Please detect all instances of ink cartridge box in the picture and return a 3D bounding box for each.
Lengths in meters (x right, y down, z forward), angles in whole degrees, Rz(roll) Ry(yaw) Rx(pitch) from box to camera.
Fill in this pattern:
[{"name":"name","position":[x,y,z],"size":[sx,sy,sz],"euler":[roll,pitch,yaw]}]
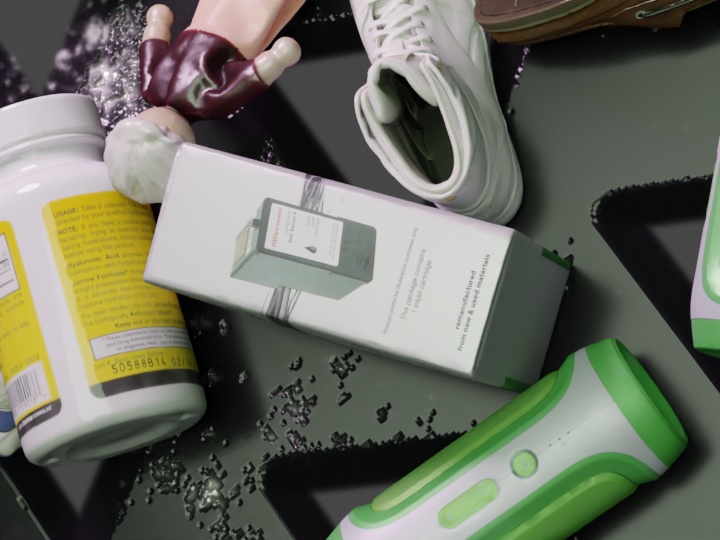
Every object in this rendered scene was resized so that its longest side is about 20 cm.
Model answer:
[{"name":"ink cartridge box","position":[0.000,0.000,1.468],"size":[0.199,0.146,0.084],"euler":[16,88,19]}]

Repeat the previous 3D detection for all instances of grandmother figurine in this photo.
[{"name":"grandmother figurine","position":[-0.082,-0.125,1.518],"size":[0.121,0.061,0.200],"euler":[9,61,51]}]

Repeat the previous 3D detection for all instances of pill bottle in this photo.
[{"name":"pill bottle","position":[-0.167,0.004,1.535],"size":[0.111,0.111,0.201],"euler":[-20,78,13]}]

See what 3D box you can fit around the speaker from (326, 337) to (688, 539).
[{"name":"speaker","position":[0.080,0.123,1.457],"size":[0.200,0.088,0.089],"euler":[-36,74,9]}]

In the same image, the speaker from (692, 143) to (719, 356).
[{"name":"speaker","position":[0.234,-0.049,1.427],"size":[0.088,0.088,0.201],"euler":[9,85,18]}]

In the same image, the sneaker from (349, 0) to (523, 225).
[{"name":"sneaker","position":[0.031,-0.124,1.491],"size":[0.073,0.116,0.201],"euler":[-26,75,14]}]

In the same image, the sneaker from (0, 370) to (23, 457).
[{"name":"sneaker","position":[-0.290,0.098,1.581],"size":[0.199,0.075,0.089],"euler":[-18,86,19]}]

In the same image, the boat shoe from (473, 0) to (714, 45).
[{"name":"boat shoe","position":[0.160,-0.162,1.477],"size":[0.199,0.068,0.072],"euler":[-20,41,31]}]
